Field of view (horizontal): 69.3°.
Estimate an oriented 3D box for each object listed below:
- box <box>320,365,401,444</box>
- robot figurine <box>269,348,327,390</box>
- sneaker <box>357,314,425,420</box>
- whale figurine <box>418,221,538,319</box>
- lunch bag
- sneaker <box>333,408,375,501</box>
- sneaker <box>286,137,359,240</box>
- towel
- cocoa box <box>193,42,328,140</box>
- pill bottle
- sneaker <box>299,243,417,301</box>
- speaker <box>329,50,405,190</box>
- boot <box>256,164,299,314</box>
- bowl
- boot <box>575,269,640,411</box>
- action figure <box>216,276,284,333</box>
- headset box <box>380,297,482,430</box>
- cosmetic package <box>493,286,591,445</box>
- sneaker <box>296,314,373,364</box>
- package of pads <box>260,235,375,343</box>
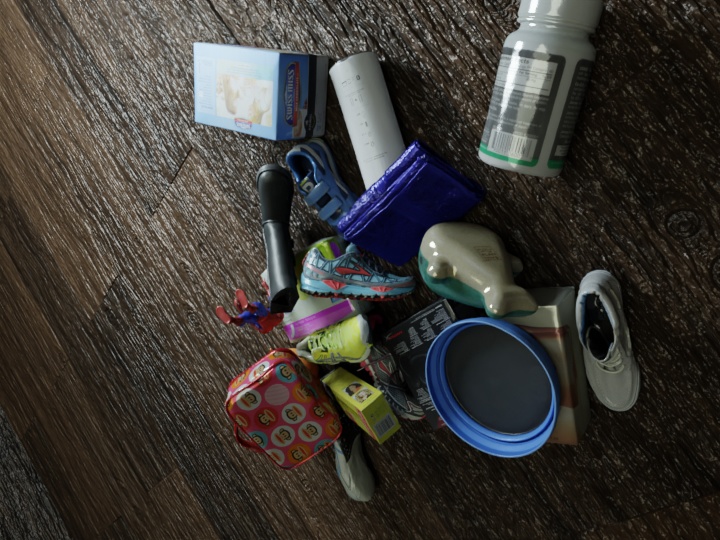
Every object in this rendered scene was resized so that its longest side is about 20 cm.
[{"bbox_3d":[-0.005,0.232,0.924,0.076,0.050,0.199,62,161,-16],"label":"box"},{"bbox_3d":[-0.134,0.245,1.047,0.142,0.116,0.204,11,111,34],"label":"robot figurine"},{"bbox_3d":[0.054,0.171,0.914,0.201,0.080,0.075,51,124,12],"label":"sneaker"},{"bbox_3d":[0.159,0.014,0.736,0.201,0.156,0.105,-124,38,-47],"label":"whale figurine"},{"bbox_3d":[-0.147,0.261,0.945,0.175,0.082,0.201,-35,109,2],"label":"lunch bag"},{"bbox_3d":[-0.028,0.361,1.038,0.072,0.071,0.204,-13,94,45],"label":"sneaker"},{"bbox_3d":[-0.062,-0.132,0.899,0.074,0.082,0.202,-36,84,34],"label":"sneaker"},{"bbox_3d":[0.074,-0.087,0.791,0.146,0.050,0.200,28,132,-26],"label":"towel"},{"bbox_3d":[-0.171,-0.307,0.889,0.197,0.131,0.136,19,115,29],"label":"cocoa box"},{"bbox_3d":[0.223,-0.229,0.650,0.112,0.113,0.204,23,116,27],"label":"pill bottle"},{"bbox_3d":[0.000,0.000,0.862,0.196,0.079,0.098,4,86,-7],"label":"sneaker"},{"bbox_3d":[0.019,-0.225,0.814,0.080,0.081,0.204,-15,96,37],"label":"speaker"},{"bbox_3d":[-0.139,-0.049,0.880,0.166,0.064,0.203,96,170,-60],"label":"boot"},{"bbox_3d":[0.185,0.162,0.739,0.198,0.039,0.205,15,115,36],"label":"bowl"},{"bbox_3d":[0.323,0.108,0.696,0.073,0.095,0.204,-10,99,36],"label":"boot"},{"bbox_3d":[-0.195,0.057,0.920,0.065,0.200,0.100,-37,70,2],"label":"action figure"},{"bbox_3d":[0.147,0.152,0.845,0.148,0.077,0.202,-34,85,37],"label":"headset box"},{"bbox_3d":[0.261,0.134,0.752,0.102,0.087,0.204,-6,101,38],"label":"cosmetic package"},{"bbox_3d":[-0.045,0.128,0.894,0.200,0.075,0.077,-37,60,53],"label":"sneaker"},{"bbox_3d":[-0.086,0.034,0.976,0.198,0.068,0.157,-24,90,37],"label":"package of pads"}]
